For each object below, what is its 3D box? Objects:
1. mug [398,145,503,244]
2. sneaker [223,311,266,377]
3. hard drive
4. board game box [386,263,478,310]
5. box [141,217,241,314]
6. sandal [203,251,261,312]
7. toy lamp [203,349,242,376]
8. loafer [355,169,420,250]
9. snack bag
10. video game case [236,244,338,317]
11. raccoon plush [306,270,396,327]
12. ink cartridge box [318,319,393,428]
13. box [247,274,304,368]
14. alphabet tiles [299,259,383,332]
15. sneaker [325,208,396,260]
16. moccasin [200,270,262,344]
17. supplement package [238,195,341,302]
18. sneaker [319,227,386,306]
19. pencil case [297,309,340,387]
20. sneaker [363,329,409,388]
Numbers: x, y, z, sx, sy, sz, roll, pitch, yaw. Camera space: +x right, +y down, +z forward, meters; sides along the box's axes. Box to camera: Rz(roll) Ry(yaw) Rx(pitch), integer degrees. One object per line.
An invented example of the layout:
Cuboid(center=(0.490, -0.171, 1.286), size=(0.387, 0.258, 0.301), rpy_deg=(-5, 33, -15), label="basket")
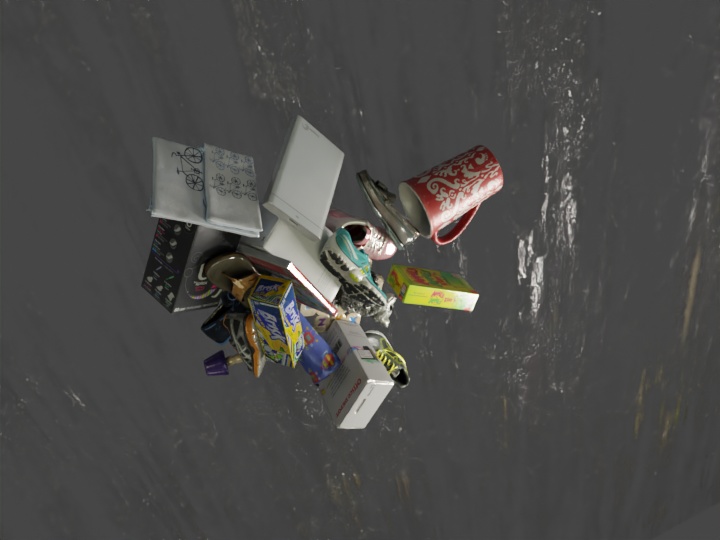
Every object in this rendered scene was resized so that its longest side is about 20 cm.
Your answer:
Cuboid(center=(0.198, -0.168, 1.251), size=(0.198, 0.135, 0.178), rpy_deg=(-30, 157, -10), label="mug")
Cuboid(center=(-0.234, 0.149, 1.192), size=(0.075, 0.079, 0.203), rpy_deg=(11, 137, 9), label="sneaker")
Cuboid(center=(-0.103, -0.175, 1.080), size=(0.131, 0.026, 0.204), rpy_deg=(34, 56, -35), label="hard drive")
Cuboid(center=(0.172, 0.041, 1.355), size=(0.196, 0.102, 0.048), rpy_deg=(8, 115, -27), label="board game box")
Cuboid(center=(-0.314, -0.036, 1.074), size=(0.121, 0.105, 0.203), rpy_deg=(-10, 128, -56), label="box")
Cuboid(center=(-0.223, 0.034, 1.096), size=(0.081, 0.055, 0.201), rpy_deg=(-39, 141, -7), label="sandal")
Cuboid(center=(-0.253, 0.190, 1.285), size=(0.196, 0.058, 0.059), rpy_deg=(-18, 124, -15), label="toy lamp")
Cuboid(center=(0.060, -0.137, 1.214), size=(0.062, 0.072, 0.201), rpy_deg=(-27, 120, 11), label="loafer")
Cuboid(center=(-0.273, -0.154, 1.007), size=(0.196, 0.192, 0.021), rpy_deg=(11, 141, -31), label="snack bag")
Cuboid(center=(-0.141, 0.022, 1.125), size=(0.018, 0.141, 0.200), rpy_deg=(-60, 143, -16), label="video game case")
Cuboid(center=(-0.016, 0.074, 1.309), size=(0.195, 0.098, 0.135), rpy_deg=(-4, 141, 13), label="raccoon plush")
Cuboid(center=(-0.026, 0.237, 1.308), size=(0.083, 0.201, 0.146), rpy_deg=(14, 118, -37), label="ink cartridge box")
Cuboid(center=(-0.162, 0.103, 1.124), size=(0.068, 0.065, 0.202), rpy_deg=(11, 139, 14), label="box")
Cuboid(center=(-0.044, 0.056, 1.324), size=(0.196, 0.015, 0.199), rpy_deg=(-2, 121, -22), label="alphabet tiles")
Cuboid(center=(0.014, -0.065, 1.223), size=(0.198, 0.104, 0.077), rpy_deg=(24, 95, -32), label="sneaker")
Cuboid(center=(-0.266, 0.070, 1.197), size=(0.068, 0.081, 0.202), rpy_deg=(30, 101, -25), label="moccasin")
Cuboid(center=(-0.126, -0.044, 1.150), size=(0.200, 0.116, 0.119), rpy_deg=(41, 72, -35), label="supplement package")
Cuboid(center=(0.000, 0.000, 1.141), size=(0.201, 0.076, 0.081), rpy_deg=(53, 52, -35), label="sneaker")
Cuboid(center=(-0.129, 0.156, 1.258), size=(0.078, 0.087, 0.201), rpy_deg=(-41, 94, -24), label="pencil case")
Cuboid(center=(0.064, 0.221, 1.420), size=(0.075, 0.085, 0.199), rpy_deg=(-45, 125, 6), label="sneaker")
